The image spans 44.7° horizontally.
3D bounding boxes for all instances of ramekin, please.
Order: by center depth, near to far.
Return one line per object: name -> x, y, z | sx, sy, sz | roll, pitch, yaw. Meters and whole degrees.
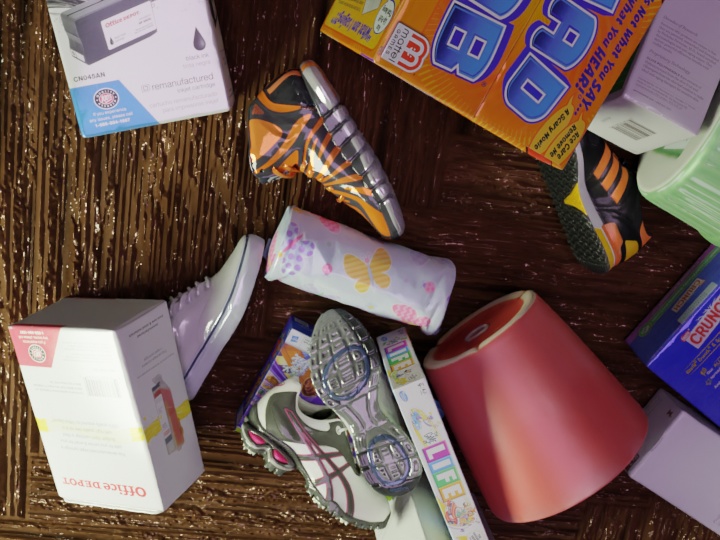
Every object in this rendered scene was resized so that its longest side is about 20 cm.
ramekin -> 0.358, -0.133, 0.853 | 0.097, 0.200, 0.201 | 25, 103, -5

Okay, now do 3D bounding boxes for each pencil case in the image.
pencil case -> 0.000, 0.000, 0.912 | 0.199, 0.091, 0.084 | 19, 86, -12

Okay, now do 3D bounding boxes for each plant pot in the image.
plant pot -> 0.171, 0.132, 0.923 | 0.200, 0.200, 0.178 | -35, 96, 5

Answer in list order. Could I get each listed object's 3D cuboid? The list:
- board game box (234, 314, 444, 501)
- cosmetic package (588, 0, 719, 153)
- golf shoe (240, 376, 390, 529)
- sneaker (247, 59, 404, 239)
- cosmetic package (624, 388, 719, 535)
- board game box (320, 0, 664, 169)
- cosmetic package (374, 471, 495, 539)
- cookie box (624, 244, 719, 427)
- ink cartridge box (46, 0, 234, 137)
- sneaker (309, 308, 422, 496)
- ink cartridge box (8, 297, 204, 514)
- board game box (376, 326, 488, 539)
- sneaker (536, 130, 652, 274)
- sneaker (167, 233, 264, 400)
board game box -> -0.021, 0.156, 0.978 | 0.199, 0.045, 0.135 | 27, 102, -13
cosmetic package -> 0.291, -0.223, 0.825 | 0.085, 0.108, 0.201 | 24, 82, -11
golf shoe -> -0.032, 0.199, 0.929 | 0.200, 0.077, 0.088 | 40, 92, -16
sneaker -> -0.042, -0.102, 0.890 | 0.112, 0.078, 0.201 | -31, 97, 8
cosmetic package -> 0.407, 0.237, 1.032 | 0.200, 0.074, 0.102 | 35, 100, -12
board game box -> 0.113, -0.242, 0.774 | 0.199, 0.200, 0.200 | 25, 103, -23
cosmetic package -> 0.086, 0.306, 0.953 | 0.107, 0.200, 0.085 | 26, 103, -12
cookie box -> 0.432, 0.086, 0.986 | 0.200, 0.075, 0.171 | 38, 100, -15
ink cartridge box -> -0.210, -0.240, 0.818 | 0.144, 0.084, 0.201 | -11, 107, -3
sneaker -> 0.002, 0.135, 0.914 | 0.074, 0.087, 0.201 | -21, 89, 3
ink cartridge box -> -0.257, 0.135, 0.900 | 0.144, 0.083, 0.201 | 0, 109, 26
board game box -> 0.073, 0.173, 0.898 | 0.034, 0.135, 0.201 | -21, 108, 1
sneaker -> 0.250, -0.102, 0.924 | 0.090, 0.070, 0.201 | -26, 106, -19
sneaker -> -0.167, 0.045, 0.915 | 0.071, 0.073, 0.201 | 26, 103, -16
